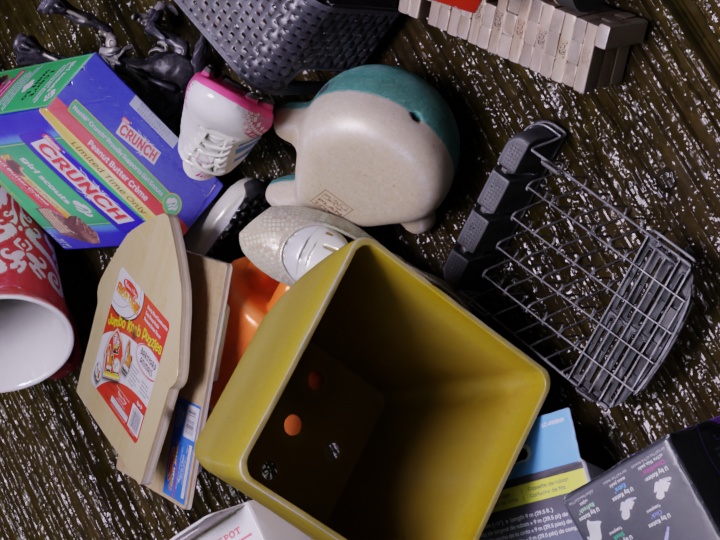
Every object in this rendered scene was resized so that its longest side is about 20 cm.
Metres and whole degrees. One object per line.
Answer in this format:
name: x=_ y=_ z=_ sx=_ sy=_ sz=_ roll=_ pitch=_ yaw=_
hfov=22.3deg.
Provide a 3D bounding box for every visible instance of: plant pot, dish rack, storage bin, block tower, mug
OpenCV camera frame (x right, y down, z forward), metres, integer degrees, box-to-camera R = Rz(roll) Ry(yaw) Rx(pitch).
plant pot: x=-0.012 y=0.116 z=1.394 sx=0.176 sy=0.200 sz=0.201 roll=-8 pitch=49 yaw=60
dish rack: x=0.162 y=-0.001 z=1.385 sx=0.200 sy=0.054 sz=0.154 roll=39 pitch=120 yaw=25
storage bin: x=-0.077 y=-0.242 z=1.482 sx=0.200 sy=0.135 sz=0.094 roll=51 pitch=120 yaw=22
block tower: x=0.116 y=-0.194 z=1.389 sx=0.200 sy=0.054 sz=0.058 roll=27 pitch=120 yaw=33
mug: x=-0.341 y=0.008 z=1.708 sx=0.178 sy=0.133 sz=0.201 roll=88 pitch=169 yaw=-50

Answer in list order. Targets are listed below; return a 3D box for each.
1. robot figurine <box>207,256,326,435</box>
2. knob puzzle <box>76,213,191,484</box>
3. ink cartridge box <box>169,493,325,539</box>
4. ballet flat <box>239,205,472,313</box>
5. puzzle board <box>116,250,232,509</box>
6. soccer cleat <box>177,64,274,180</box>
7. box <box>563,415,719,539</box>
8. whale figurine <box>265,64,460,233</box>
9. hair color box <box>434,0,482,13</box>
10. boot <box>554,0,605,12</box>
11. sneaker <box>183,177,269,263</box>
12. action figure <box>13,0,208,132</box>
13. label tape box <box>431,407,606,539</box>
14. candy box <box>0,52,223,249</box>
robot figurine: x=-0.090 y=0.068 z=1.552 sx=0.143 sy=0.117 sz=0.200 roll=30 pitch=118 yaw=-1
knob puzzle: x=-0.174 y=0.049 z=1.521 sx=0.219 sy=0.030 sz=0.221 roll=-23 pitch=63 yaw=57
ink cartridge box: x=-0.078 y=0.230 z=1.509 sx=0.115 sy=0.200 sz=0.068 roll=-37 pitch=74 yaw=36
ballet flat: x=0.000 y=0.000 z=1.448 sx=0.199 sy=0.062 sz=0.068 roll=22 pitch=90 yaw=-4
puzzle board: x=-0.153 y=0.085 z=1.524 sx=0.151 sy=0.017 sz=0.201 roll=15 pitch=96 yaw=60
soccer cleat: x=-0.112 y=-0.109 z=1.460 sx=0.070 sy=0.200 sz=0.087 roll=30 pitch=92 yaw=0
box: x=0.254 y=0.216 z=1.296 sx=0.106 sy=0.122 sz=0.201 roll=-37 pitch=73 yaw=35
whale figurine: x=0.001 y=-0.093 z=1.477 sx=0.159 sy=0.104 sz=0.200 roll=34 pitch=147 yaw=-12
hair color box: x=0.054 y=-0.291 z=1.340 sx=0.111 sy=0.064 sz=0.200 roll=-58 pitch=37 yaw=28
boot: x=0.132 y=-0.303 z=1.325 sx=0.138 sy=0.077 sz=0.201 roll=28 pitch=110 yaw=39
sneaker: x=-0.160 y=-0.024 z=1.620 sx=0.093 sy=0.070 sz=0.200 roll=48 pitch=125 yaw=16
action figure: x=-0.198 y=-0.183 z=1.616 sx=0.199 sy=0.102 sz=0.119 roll=25 pitch=105 yaw=5
label tape box: x=0.147 y=0.216 z=1.419 sx=0.143 sy=0.066 sz=0.201 roll=-21 pitch=79 yaw=38
candy box: x=-0.244 y=-0.099 z=1.593 sx=0.200 sy=0.077 sz=0.169 roll=-3 pitch=136 yaw=51
